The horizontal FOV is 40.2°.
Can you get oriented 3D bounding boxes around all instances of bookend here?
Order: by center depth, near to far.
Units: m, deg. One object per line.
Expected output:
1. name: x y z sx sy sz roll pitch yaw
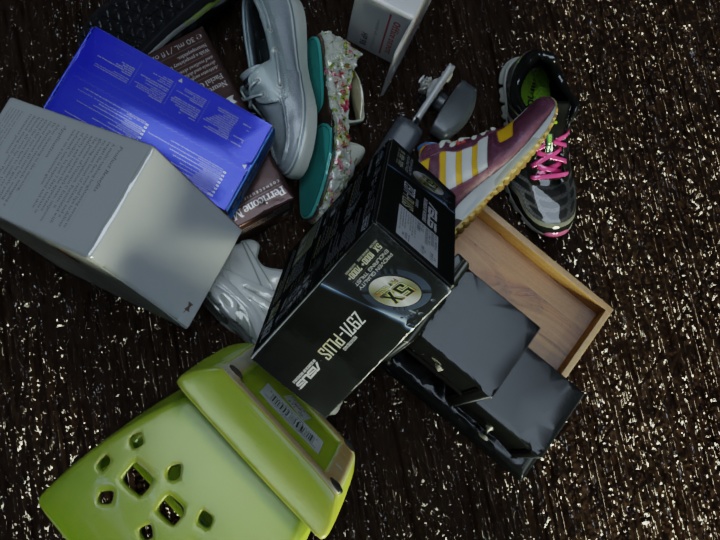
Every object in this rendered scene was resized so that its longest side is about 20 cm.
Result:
1. bookend: 0.121 0.099 0.911 0.199 0.199 0.093 39 79 1

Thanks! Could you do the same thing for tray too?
1. tray: 0.151 0.018 1.013 0.199 0.037 0.099 39 78 1

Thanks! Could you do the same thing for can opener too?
1. can opener: 0.052 -0.130 1.022 0.066 0.053 0.201 36 78 1

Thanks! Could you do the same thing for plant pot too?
1. plant pot: -0.118 0.183 0.848 0.181 0.199 0.200 -44 88 7

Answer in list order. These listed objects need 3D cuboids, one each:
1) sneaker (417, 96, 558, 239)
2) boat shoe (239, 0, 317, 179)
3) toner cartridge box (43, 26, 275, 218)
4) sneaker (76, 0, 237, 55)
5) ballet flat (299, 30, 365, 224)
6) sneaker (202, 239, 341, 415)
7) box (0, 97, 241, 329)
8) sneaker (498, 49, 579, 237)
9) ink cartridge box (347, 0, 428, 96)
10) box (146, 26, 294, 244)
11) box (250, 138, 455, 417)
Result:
1. sneaker: 0.105 -0.109 0.963 0.090 0.075 0.200 44 92 6
2. boat shoe: -0.092 -0.191 1.002 0.070 0.070 0.205 4 71 -31
3. toner cartridge box: -0.188 -0.138 0.932 0.198 0.043 0.096 29 81 1
4. sneaker: -0.197 -0.254 1.011 0.197 0.083 0.073 -26 80 17
5. ballet flat: -0.024 -0.147 1.012 0.063 0.075 0.204 6 82 -29
6. sneaker: -0.073 0.049 0.965 0.099 0.078 0.201 -40 88 -17
7. box: -0.235 -0.053 0.887 0.198 0.152 0.108 21 75 32
8. sneaker: 0.188 -0.138 1.019 0.072 0.087 0.204 -5 80 -7
9. ink cartridge box: 0.043 -0.298 1.021 0.066 0.116 0.203 26 77 0
10. box: -0.155 -0.128 0.991 0.099 0.075 0.202 -28 85 -10
11. box: 0.000 0.000 0.860 0.086 0.201 0.164 38 113 -13
